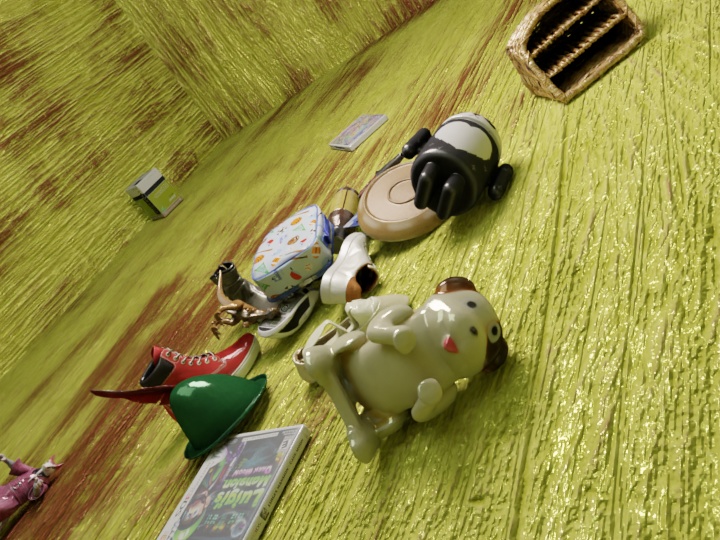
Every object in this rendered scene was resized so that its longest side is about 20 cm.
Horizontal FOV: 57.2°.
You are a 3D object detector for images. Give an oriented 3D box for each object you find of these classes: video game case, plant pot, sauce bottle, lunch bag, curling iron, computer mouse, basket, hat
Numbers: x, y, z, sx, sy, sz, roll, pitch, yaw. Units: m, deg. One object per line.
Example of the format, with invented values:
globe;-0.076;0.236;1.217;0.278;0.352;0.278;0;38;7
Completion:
video game case;-0.171;0.292;0.875;0.198;0.023;0.183;-19;30;41
plant pot;0.081;-0.134;1.177;0.196;0.028;0.203;-15;44;14
sauce bottle;-0.038;-0.101;1.347;0.064;0.065;0.201;-29;24;23
lunch bag;-0.116;-0.033;1.206;0.158;0.076;0.201;-29;27;13
video game case;-0.009;-0.405;1.932;0.143;0.018;0.200;-42;23;-7
curling iron;0.040;-0.190;1.315;0.050;0.025;0.200;-52;5;-25
computer mouse;-0.106;0.061;1.183;0.108;0.044;0.200;2;41;48
basket;0.379;-0.423;1.189;0.199;0.143;0.149;-37;21;5
hat;-0.269;0.172;1.016;0.200;0.177;0.165;-47;14;-29

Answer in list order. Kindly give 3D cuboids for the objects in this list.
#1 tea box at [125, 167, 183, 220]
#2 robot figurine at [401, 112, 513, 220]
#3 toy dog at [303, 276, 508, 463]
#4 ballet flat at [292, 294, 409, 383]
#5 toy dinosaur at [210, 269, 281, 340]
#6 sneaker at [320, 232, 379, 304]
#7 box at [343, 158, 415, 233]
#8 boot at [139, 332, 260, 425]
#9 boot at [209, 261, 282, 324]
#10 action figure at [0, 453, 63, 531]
tea box;-0.982;-0.359;3.141;0.134;0.198;0.198;-50;25;-25
robot figurine;0.156;-0.173;1.074;0.124;0.151;0.201;-21;24;46
toy dog;0.070;0.100;0.745;0.198;0.142;0.193;-32;-14;19
ballet flat;-0.017;0.086;0.962;0.199;0.070;0.070;-39;22;0
toy dinosaur;-0.224;0.070;1.178;0.197;0.062;0.105;19;35;36
sneaker;0.000;0.000;1.122;0.083;0.074;0.201;4;32;15
box;0.067;-0.138;1.271;0.201;0.048;0.121;-50;23;-23
boot;-0.278;0.153;1.144;0.200;0.145;0.072;-46;22;-21
boot;-0.217;0.040;1.274;0.198;0.131;0.068;-9;36;51
action figure;-0.689;0.455;1.330;0.198;0.152;0.133;-31;46;-33
